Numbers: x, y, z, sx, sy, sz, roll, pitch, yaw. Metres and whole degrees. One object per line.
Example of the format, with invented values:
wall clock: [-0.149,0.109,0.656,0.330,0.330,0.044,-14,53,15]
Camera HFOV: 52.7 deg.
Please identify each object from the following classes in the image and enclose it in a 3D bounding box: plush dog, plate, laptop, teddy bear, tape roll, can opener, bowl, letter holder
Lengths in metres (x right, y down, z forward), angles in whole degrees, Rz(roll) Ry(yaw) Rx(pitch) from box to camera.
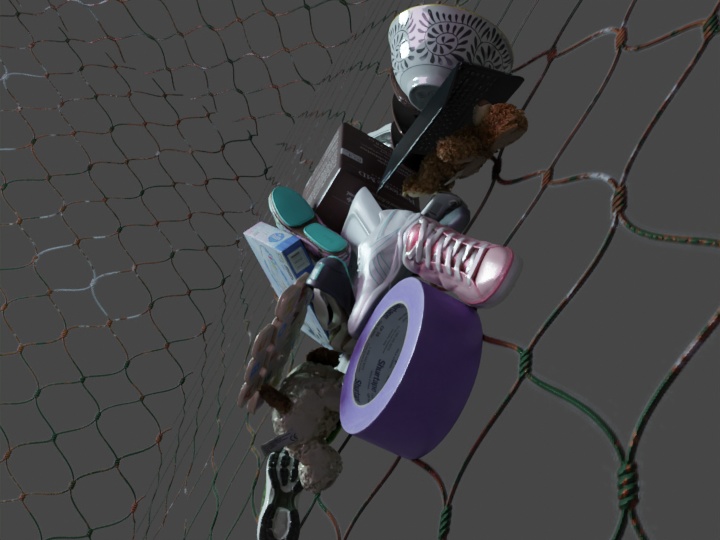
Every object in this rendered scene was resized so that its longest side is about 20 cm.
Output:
plush dog: [-0.081,0.200,1.075,0.202,0.159,0.172,-65,10,-2]
plate: [0.000,0.000,1.151,0.201,0.032,0.201,60,138,46]
laptop: [0.130,-0.194,1.035,0.177,0.198,0.104,-49,50,42]
teddy bear: [0.136,-0.167,1.008,0.200,0.144,0.067,-44,70,50]
tape roll: [0.057,0.116,0.879,0.201,0.084,0.201,-55,19,29]
can opener: [0.089,-0.041,1.078,0.200,0.052,0.067,-50,22,43]
bowl: [0.125,-0.295,1.097,0.200,0.199,0.095,-27,42,65]
letter holder: [0.090,-0.257,1.247,0.101,0.141,0.201,-55,18,26]

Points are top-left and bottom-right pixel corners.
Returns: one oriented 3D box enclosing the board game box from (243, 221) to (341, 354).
board game box: [-0.105,0.026,1.210,0.043,0.202,0.198,-34,24,-17]

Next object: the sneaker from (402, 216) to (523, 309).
sneaker: [0.109,-0.013,0.876,0.076,0.104,0.200,-62,16,-3]

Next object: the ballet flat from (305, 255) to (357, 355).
ballet flat: [-0.028,0.072,1.044,0.072,0.202,0.074,-15,36,11]

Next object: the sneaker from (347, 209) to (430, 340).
sneaker: [0.028,0.004,1.015,0.079,0.071,0.202,18,72,31]

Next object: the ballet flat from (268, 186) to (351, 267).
ballet flat: [-0.087,-0.058,1.182,0.069,0.200,0.072,-27,-38,-30]

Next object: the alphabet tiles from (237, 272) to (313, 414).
alphabet tiles: [-0.114,0.104,1.036,0.196,0.014,0.202,-46,-23,-63]

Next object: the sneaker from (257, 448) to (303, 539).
sneaker: [-0.128,0.360,1.140,0.202,0.076,0.089,-77,12,-45]

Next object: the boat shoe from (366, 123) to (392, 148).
boat shoe: [0.036,-0.255,1.559,0.200,0.070,0.064,-21,44,66]

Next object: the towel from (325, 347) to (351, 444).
towel: [-0.038,0.185,1.203,0.151,0.030,0.200,-65,18,6]

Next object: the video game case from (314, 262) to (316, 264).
video game case: [-0.069,0.005,1.361,0.022,0.184,0.201,-12,32,8]

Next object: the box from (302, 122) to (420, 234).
box: [-0.004,-0.126,1.307,0.165,0.164,0.201,-55,19,28]
